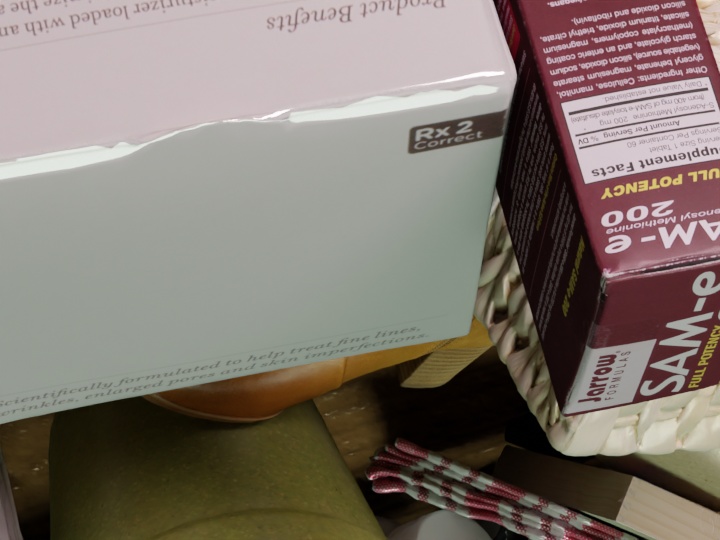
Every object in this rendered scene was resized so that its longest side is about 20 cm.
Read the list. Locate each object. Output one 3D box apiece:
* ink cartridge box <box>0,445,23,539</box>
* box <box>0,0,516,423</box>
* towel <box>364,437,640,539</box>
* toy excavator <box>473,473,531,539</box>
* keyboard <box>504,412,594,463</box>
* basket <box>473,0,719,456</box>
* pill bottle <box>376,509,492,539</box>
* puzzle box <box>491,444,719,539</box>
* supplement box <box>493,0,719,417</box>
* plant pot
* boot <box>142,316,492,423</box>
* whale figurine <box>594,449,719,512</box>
[{"bbox_3d":[-0.256,0.159,1.295,0.146,0.086,0.200,-6,154,-18],"label":"ink cartridge box"},{"bbox_3d":[-0.062,-0.055,0.891,0.198,0.131,0.200,-10,155,-7],"label":"box"},{"bbox_3d":[0.101,0.140,1.349,0.199,0.030,0.146,22,175,8],"label":"towel"},{"bbox_3d":[0.076,0.205,1.531,0.100,0.195,0.201,7,120,-38],"label":"toy excavator"},{"bbox_3d":[0.182,0.068,1.391,0.200,0.040,0.104,-30,150,33],"label":"keyboard"},{"bbox_3d":[0.136,-0.031,1.010,0.135,0.124,0.200,-1,138,-27],"label":"basket"},{"bbox_3d":[-0.013,0.205,1.473,0.200,0.112,0.111,-27,153,36],"label":"pill bottle"},{"bbox_3d":[0.157,0.134,1.346,0.133,0.026,0.200,24,175,-15],"label":"puzzle box"},{"bbox_3d":[0.074,-0.066,0.855,0.061,0.201,0.109,-10,156,-8],"label":"supplement box"},{"bbox_3d":[-0.067,0.134,1.191,0.199,0.185,0.201,-9,133,-10],"label":"plant pot"},{"bbox_3d":[0.001,0.001,1.133,0.200,0.071,0.144,-1,147,-33],"label":"boot"},{"bbox_3d":[0.172,0.065,1.307,0.158,0.104,0.200,20,168,12],"label":"whale figurine"}]
